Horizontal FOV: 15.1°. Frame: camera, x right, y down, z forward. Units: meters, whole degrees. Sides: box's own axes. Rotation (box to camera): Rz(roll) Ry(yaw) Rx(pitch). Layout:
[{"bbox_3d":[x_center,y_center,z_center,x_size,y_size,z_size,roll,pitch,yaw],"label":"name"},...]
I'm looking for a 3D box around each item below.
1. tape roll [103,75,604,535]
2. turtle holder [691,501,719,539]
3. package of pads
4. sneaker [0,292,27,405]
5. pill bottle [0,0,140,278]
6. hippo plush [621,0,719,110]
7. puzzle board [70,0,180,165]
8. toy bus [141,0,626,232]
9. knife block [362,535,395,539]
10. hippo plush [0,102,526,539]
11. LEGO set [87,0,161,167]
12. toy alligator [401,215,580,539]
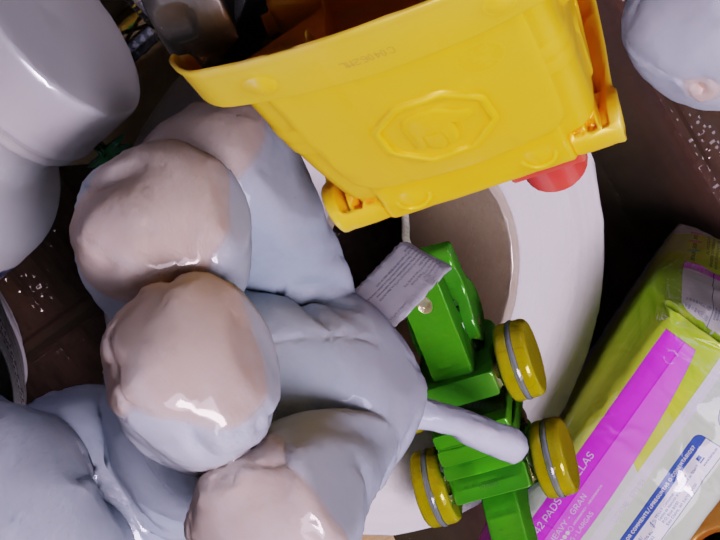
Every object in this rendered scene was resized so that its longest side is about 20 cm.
[{"bbox_3d":[0.000,0.000,1.057,0.202,0.071,0.203,-10,105,-38],"label":"tape roll"},{"bbox_3d":[0.186,0.143,1.257,0.132,0.186,0.141,-17,91,-16],"label":"turtle holder"},{"bbox_3d":[0.116,0.066,1.137,0.068,0.200,0.155,34,103,1],"label":"package of pads"},{"bbox_3d":[-0.176,-0.006,1.025,0.075,0.082,0.200,-36,126,-2],"label":"sneaker"},{"bbox_3d":[-0.173,-0.026,0.914,0.200,0.111,0.111,-37,128,21],"label":"pill bottle"},{"bbox_3d":[0.118,-0.152,1.000,0.161,0.159,0.200,30,118,7],"label":"hippo plush"},{"bbox_3d":[-0.055,-0.137,1.048,0.151,0.017,0.200,-6,120,-23],"label":"puzzle board"},{"bbox_3d":[0.018,-0.113,0.883,0.136,0.200,0.192,-19,146,15],"label":"toy bus"},{"bbox_3d":[-0.074,0.131,1.160,0.175,0.064,0.200,-28,125,-9],"label":"knife block"},{"bbox_3d":[-0.074,0.042,0.909,0.161,0.200,0.159,-24,91,25],"label":"hippo plush"},{"bbox_3d":[-0.109,-0.121,0.950,0.154,0.116,0.200,-32,120,5],"label":"LEGO set"},{"bbox_3d":[0.036,0.029,1.017,0.059,0.054,0.200,-17,108,12],"label":"toy alligator"}]
